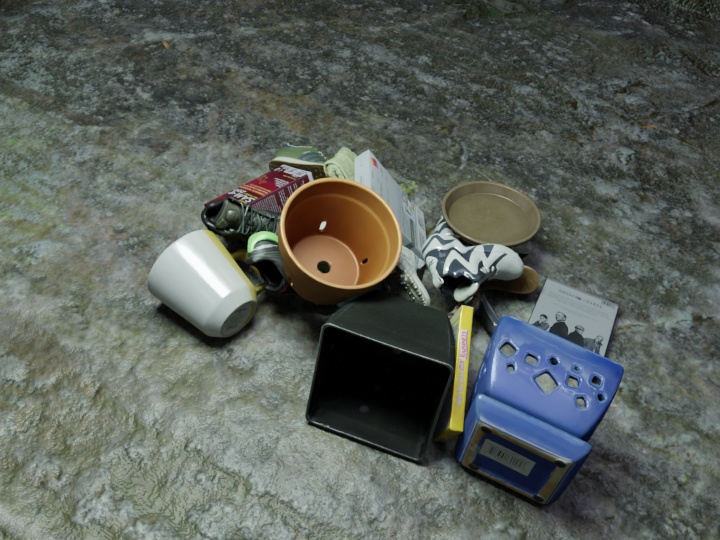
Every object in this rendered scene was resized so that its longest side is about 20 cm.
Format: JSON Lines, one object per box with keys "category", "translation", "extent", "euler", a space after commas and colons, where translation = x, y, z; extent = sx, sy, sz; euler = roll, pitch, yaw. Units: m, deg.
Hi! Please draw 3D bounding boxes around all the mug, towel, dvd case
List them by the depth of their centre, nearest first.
{"category": "mug", "translation": [-0.246, 0.023, 1.209], "extent": [0.153, 0.150, 0.187], "euler": [41, 71, 19]}
{"category": "dvd case", "translation": [0.397, 0.106, 1.324], "extent": [0.150, 0.025, 0.200], "euler": [23, 45, 14]}
{"category": "towel", "translation": [0.009, -0.159, 1.428], "extent": [0.200, 0.036, 0.148], "euler": [50, 25, -10]}

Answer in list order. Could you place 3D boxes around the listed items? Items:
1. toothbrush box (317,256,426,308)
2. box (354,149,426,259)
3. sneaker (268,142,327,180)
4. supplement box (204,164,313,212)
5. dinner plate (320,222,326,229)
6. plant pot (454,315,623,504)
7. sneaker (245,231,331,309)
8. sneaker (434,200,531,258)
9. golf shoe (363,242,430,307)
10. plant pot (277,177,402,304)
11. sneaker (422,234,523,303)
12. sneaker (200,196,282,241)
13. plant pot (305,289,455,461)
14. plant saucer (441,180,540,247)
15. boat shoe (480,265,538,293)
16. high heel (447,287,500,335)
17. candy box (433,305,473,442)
{"category": "toothbrush box", "translation": [0.000, 0.000, 1.318], "extent": [0.200, 0.085, 0.146], "euler": [31, 47, 23]}
{"category": "box", "translation": [0.062, -0.122, 1.391], "extent": [0.041, 0.200, 0.156], "euler": [-28, 38, 23]}
{"category": "sneaker", "translation": [-0.097, -0.240, 1.558], "extent": [0.200, 0.067, 0.090], "euler": [13, 49, 8]}
{"category": "supplement box", "translation": [-0.199, -0.141, 1.406], "extent": [0.200, 0.061, 0.109], "euler": [-32, 33, -28]}
{"category": "dinner plate", "translation": [-0.117, -0.103, 1.382], "extent": [0.200, 0.024, 0.200], "euler": [-15, 25, 7]}
{"category": "plant pot", "translation": [0.257, 0.222, 1.062], "extent": [0.200, 0.200, 0.180], "euler": [24, 51, 13]}
{"category": "sneaker", "translation": [-0.130, 0.016, 1.243], "extent": [0.200, 0.077, 0.084], "euler": [38, 51, -27]}
{"category": "sneaker", "translation": [0.256, -0.093, 1.461], "extent": [0.199, 0.080, 0.130], "euler": [4, 52, 9]}
{"category": "golf shoe", "translation": [0.077, -0.004, 1.224], "extent": [0.097, 0.078, 0.200], "euler": [-15, 51, -32]}
{"category": "plant pot", "translation": [-0.046, -0.031, 1.154], "extent": [0.200, 0.140, 0.200], "euler": [8, 61, -14]}
{"category": "sneaker", "translation": [0.210, 0.014, 1.259], "extent": [0.199, 0.080, 0.130], "euler": [17, 45, -21]}
{"category": "sneaker", "translation": [-0.191, -0.081, 1.252], "extent": [0.199, 0.076, 0.114], "euler": [13, 0, -1]}
{"category": "plant pot", "translation": [0.046, 0.144, 1.112], "extent": [0.199, 0.200, 0.177], "euler": [18, 34, 8]}
{"category": "plant saucer", "translation": [0.261, -0.109, 1.408], "extent": [0.200, 0.030, 0.200], "euler": [3, 46, -3]}
{"category": "boat shoe", "translation": [0.248, 0.004, 1.381], "extent": [0.200, 0.071, 0.065], "euler": [14, 9, 5]}
{"category": "high heel", "translation": [0.155, 0.076, 1.279], "extent": [0.200, 0.071, 0.143], "euler": [-4, 44, -27]}
{"category": "candy box", "translation": [0.148, 0.165, 1.113], "extent": [0.026, 0.102, 0.200], "euler": [10, 66, -2]}
